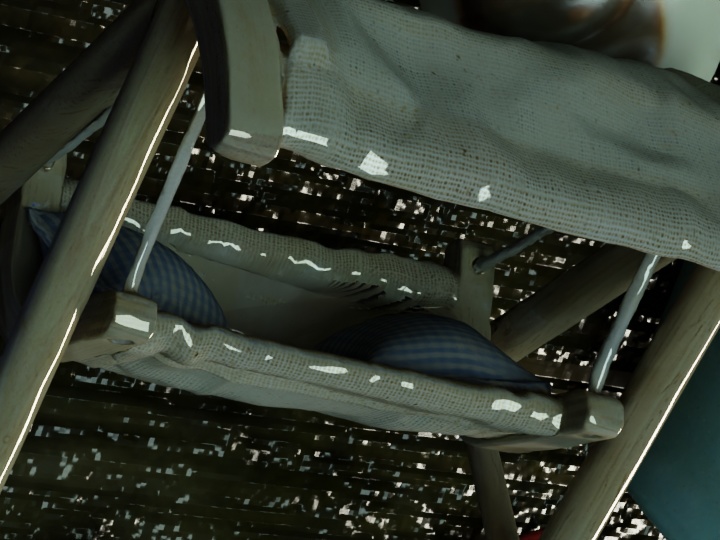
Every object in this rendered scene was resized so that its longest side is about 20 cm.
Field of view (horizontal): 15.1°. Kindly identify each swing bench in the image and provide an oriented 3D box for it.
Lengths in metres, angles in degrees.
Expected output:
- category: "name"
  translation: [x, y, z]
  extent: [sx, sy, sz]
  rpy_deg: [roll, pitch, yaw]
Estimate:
- category: "swing bench"
  translation: [0.000, 0.000, 0.744]
  extent: [0.198, 0.130, 0.200]
  rpy_deg: [15, 132, -29]

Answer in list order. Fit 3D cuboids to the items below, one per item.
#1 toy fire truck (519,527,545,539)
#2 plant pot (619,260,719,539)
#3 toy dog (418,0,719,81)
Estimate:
- category: "toy fire truck"
  translation: [0.049, 0.197, 0.953]
  extent: [0.200, 0.112, 0.168]
  rpy_deg: [-29, 147, -18]
- category: "plant pot"
  translation: [0.187, 0.029, 0.911]
  extent: [0.200, 0.200, 0.188]
  rpy_deg: [30, 108, -38]
- category: "toy dog"
  translation: [0.098, -0.137, 0.808]
  extent: [0.194, 0.140, 0.200]
  rpy_deg: [33, 91, -25]
